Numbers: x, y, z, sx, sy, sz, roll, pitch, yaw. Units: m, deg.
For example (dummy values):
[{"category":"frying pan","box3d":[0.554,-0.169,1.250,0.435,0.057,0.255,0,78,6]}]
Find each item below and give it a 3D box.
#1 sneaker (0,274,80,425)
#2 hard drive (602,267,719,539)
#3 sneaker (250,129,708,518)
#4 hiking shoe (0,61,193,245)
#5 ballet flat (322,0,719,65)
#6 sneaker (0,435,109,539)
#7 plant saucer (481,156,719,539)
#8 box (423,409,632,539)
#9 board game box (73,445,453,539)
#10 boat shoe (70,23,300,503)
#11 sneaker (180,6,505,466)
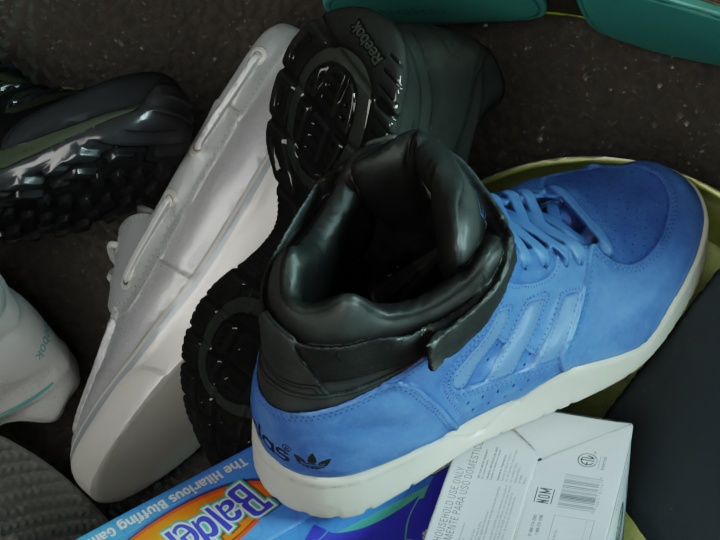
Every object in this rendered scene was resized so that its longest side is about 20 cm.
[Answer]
[{"category":"sneaker","box3d":[-0.199,0.063,1.003,0.199,0.071,0.080,-22,135,30]},{"category":"hard drive","box3d":[0.168,0.076,0.842,0.140,0.033,0.200,-54,44,21]},{"category":"sneaker","box3d":[0.046,-0.006,0.846,0.199,0.112,0.077,-29,54,-25]},{"category":"hiking shoe","box3d":[-0.157,-0.060,0.968,0.199,0.076,0.101,-14,74,24]},{"category":"ballet flat","box3d":[0.080,-0.120,0.927,0.199,0.067,0.067,7,77,14]},{"category":"sneaker","box3d":[-0.128,0.154,0.976,0.114,0.073,0.200,-40,107,20]},{"category":"plant saucer","box3d":[0.090,0.056,0.958,0.199,0.031,0.201,2,97,13]},{"category":"box","box3d":[0.055,0.161,0.893,0.060,0.117,0.201,8,128,12]},{"category":"board game box","box3d":[-0.056,0.143,0.887,0.045,0.199,0.153,43,150,38]},{"category":"boat shoe","box3d":[-0.063,-0.004,0.971,0.068,0.072,0.201,40,111,27]},{"category":"sneaker","box3d":[0.000,0.000,0.916,0.076,0.090,0.201,42,121,34]}]
